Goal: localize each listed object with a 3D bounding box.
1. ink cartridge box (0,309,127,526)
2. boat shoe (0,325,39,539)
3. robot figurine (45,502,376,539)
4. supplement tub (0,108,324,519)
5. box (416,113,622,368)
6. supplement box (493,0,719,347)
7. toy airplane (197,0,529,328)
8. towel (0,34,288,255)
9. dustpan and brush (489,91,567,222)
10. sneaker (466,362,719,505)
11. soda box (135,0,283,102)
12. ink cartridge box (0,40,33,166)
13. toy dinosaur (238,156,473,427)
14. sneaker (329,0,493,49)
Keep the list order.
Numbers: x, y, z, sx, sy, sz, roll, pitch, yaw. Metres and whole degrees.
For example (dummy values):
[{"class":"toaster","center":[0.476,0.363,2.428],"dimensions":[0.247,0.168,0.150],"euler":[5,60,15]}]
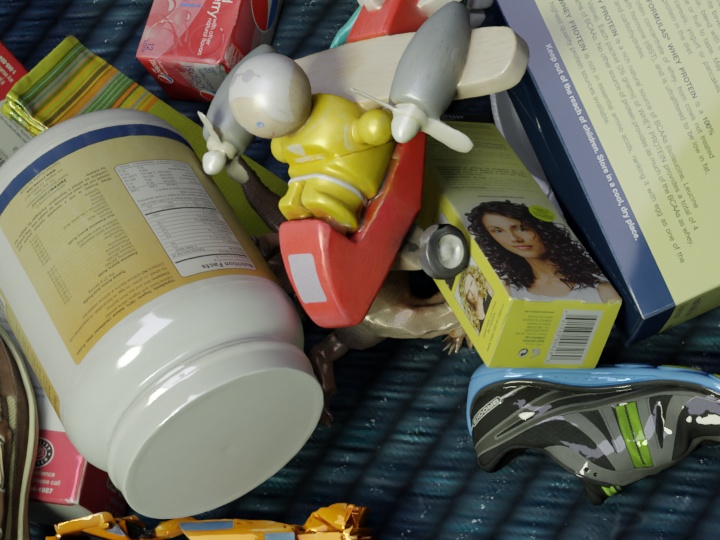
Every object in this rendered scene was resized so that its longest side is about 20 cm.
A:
[{"class":"ink cartridge box","center":[-0.208,0.056,1.128],"dimensions":[0.144,0.083,0.202],"euler":[5,70,18]},{"class":"boat shoe","center":[-0.230,0.111,1.023],"dimensions":[0.074,0.075,0.204],"euler":[-16,66,9]},{"class":"robot figurine","center":[-0.093,0.168,1.016],"dimensions":[0.198,0.145,0.059],"euler":[-4,80,6]},{"class":"supplement tub","center":[-0.119,0.024,0.984],"dimensions":[0.144,0.145,0.201],"euler":[-35,60,1]},{"class":"box","center":[0.074,-0.023,1.017],"dimensions":[0.075,0.050,0.200],"euler":[1,34,-25]},{"class":"supplement box","center":[0.204,-0.092,0.991],"dimensions":[0.199,0.134,0.201],"euler":[-24,80,1]},{"class":"toy airplane","center":[-0.007,-0.097,0.951],"dimensions":[0.200,0.140,0.200],"euler":[-54,44,28]},{"class":"towel","center":[-0.127,-0.075,1.125],"dimensions":[0.199,0.018,0.086],"euler":[33,46,-1]},{"class":"dustpan and brush","center":[0.133,-0.071,1.081],"dimensions":[0.139,0.057,0.202],"euler":[13,88,16]},{"class":"sneaker","center":[0.158,0.095,1.009],"dimensions":[0.198,0.071,0.083],"euler":[2,82,20]},{"class":"soda box","center":[-0.089,-0.218,1.217],"dimensions":[0.069,0.063,0.201],"euler":[7,70,20]},{"class":"ink cartridge box","center":[-0.311,-0.081,1.184],"dimensions":[0.200,0.144,0.084],"euler":[-45,61,-5]},{"class":"toy dinosaur","center":[0.000,0.000,1.065],"dimensions":[0.135,0.086,0.200],"euler":[-28,61,-29]},{"class":"sneaker","center":[0.004,-0.121,1.091],"dimensions":[0.077,0.091,0.201],"euler":[37,120,20]}]
